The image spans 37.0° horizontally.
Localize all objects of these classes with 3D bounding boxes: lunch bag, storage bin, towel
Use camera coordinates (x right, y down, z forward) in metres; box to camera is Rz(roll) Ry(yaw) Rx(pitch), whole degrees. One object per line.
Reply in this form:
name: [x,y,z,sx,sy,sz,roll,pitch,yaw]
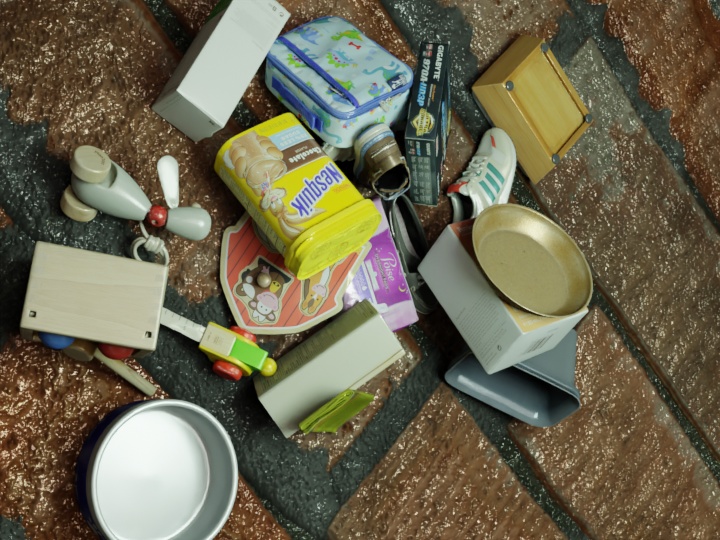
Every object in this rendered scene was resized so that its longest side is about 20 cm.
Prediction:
lunch bag: [-0.034,-0.270,1.524,0.160,0.083,0.200,-29,58,-27]
storage bin: [0.244,0.137,1.686,0.198,0.146,0.135,27,54,-10]
towel: [-0.027,0.195,1.471,0.086,0.200,0.018,-36,77,3]

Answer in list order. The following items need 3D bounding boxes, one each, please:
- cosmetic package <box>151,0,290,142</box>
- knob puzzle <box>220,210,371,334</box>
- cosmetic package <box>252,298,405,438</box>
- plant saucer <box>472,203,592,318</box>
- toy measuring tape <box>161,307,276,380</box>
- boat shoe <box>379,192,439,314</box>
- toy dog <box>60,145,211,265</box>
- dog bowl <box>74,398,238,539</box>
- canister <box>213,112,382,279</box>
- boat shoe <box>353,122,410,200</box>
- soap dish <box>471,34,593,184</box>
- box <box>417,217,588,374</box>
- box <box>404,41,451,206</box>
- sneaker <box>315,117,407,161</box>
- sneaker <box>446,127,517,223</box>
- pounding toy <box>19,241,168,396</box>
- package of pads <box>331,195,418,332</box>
cosmetic package: [-0.190,-0.286,1.473,0.085,0.107,0.202,37,66,-22]
knob puzzle: [-0.108,-0.001,1.490,0.216,0.030,0.223,0,82,-3]
cosmetic package: [-0.045,0.131,1.477,0.199,0.104,0.073,-36,105,-2]
plant saucer: [0.238,-0.007,1.534,0.198,0.036,0.202,17,47,-19]
toy measuring tape: [-0.206,0.097,1.461,0.198,0.074,0.074,24,71,-4]
boat shoe: [0.077,-0.026,1.641,0.066,0.057,0.202,-29,100,-31]
toy dog: [-0.294,-0.103,1.396,0.199,0.131,0.097,37,35,-31]
dog bowl: [-0.262,0.267,1.384,0.198,0.078,0.203,4,83,-32]
canister: [-0.088,-0.105,1.459,0.148,0.087,0.201,-30,71,-32]
boat shoe: [0.033,-0.139,1.535,0.072,0.200,0.073,-31,76,1]
soap dish: [0.290,-0.271,1.788,0.157,0.081,0.201,-46,110,-27]
box: [0.209,0.027,1.592,0.151,0.107,0.201,-16,63,-38]
box: [0.101,-0.211,1.578,0.045,0.201,0.161,7,67,8]
sneaker: [0.008,-0.194,1.598,0.200,0.070,0.094,-44,104,-31]
sneaker: [0.188,-0.141,1.715,0.093,0.070,0.203,18,78,-35]
pounding toy: [-0.321,0.066,1.324,0.182,0.200,0.144,11,78,-16]
package of pads: [0.000,0.000,1.579,0.119,0.075,0.203,-21,95,-27]
